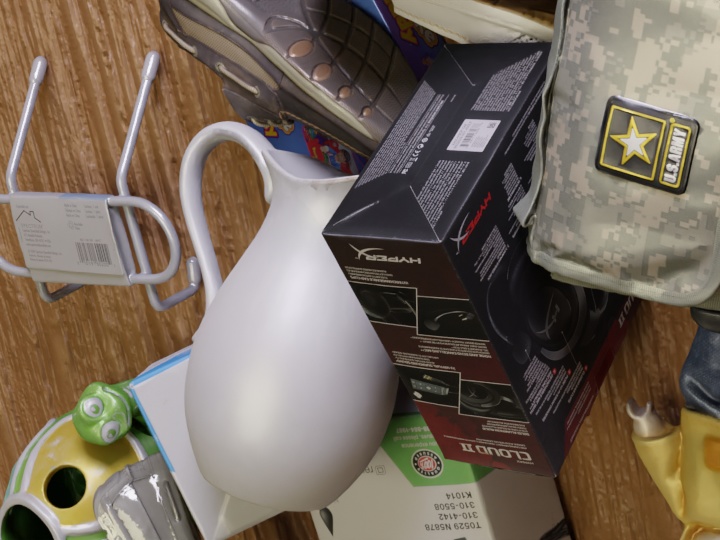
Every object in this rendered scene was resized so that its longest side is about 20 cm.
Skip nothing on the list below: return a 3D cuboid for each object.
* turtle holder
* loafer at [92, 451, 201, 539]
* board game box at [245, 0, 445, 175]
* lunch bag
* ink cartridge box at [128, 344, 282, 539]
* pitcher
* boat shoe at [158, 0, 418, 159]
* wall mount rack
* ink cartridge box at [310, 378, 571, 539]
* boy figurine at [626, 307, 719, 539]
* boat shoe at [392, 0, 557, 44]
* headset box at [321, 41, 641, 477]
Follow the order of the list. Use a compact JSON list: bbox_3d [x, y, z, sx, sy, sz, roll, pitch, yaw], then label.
[{"bbox_3d":[-0.189,0.165,1.138,0.185,0.132,0.141,-34,87,43],"label":"turtle holder"},{"bbox_3d":[-0.106,0.217,1.059,0.200,0.070,0.070,57,174,-6],"label":"loafer"},{"bbox_3d":[-0.026,-0.144,0.949,0.134,0.045,0.200,-27,92,40],"label":"board game box"},{"bbox_3d":[0.180,-0.070,0.726,0.199,0.118,0.165,3,116,-6],"label":"lunch bag"},{"bbox_3d":[-0.094,0.105,1.048,0.068,0.200,0.116,-26,92,-2],"label":"ink cartridge box"},{"bbox_3d":[-0.050,0.023,0.899,0.171,0.121,0.201,21,102,33],"label":"pitcher"},{"bbox_3d":[-0.043,-0.124,0.903,0.200,0.074,0.073,43,141,21],"label":"boat shoe"},{"bbox_3d":[-0.190,-0.060,1.093,0.200,0.075,0.174,3,114,36],"label":"wall mount rack"},{"bbox_3d":[0.053,0.173,0.995,0.146,0.084,0.201,-10,102,39],"label":"ink cartridge box"},{"bbox_3d":[0.205,0.106,0.870,0.124,0.064,0.201,17,115,28],"label":"boy figurine"},{"bbox_3d":[0.098,-0.116,0.851,0.200,0.071,0.070,24,120,25],"label":"boat shoe"},{"bbox_3d":[0.078,0.001,0.829,0.077,0.149,0.200,6,140,35],"label":"headset box"}]
